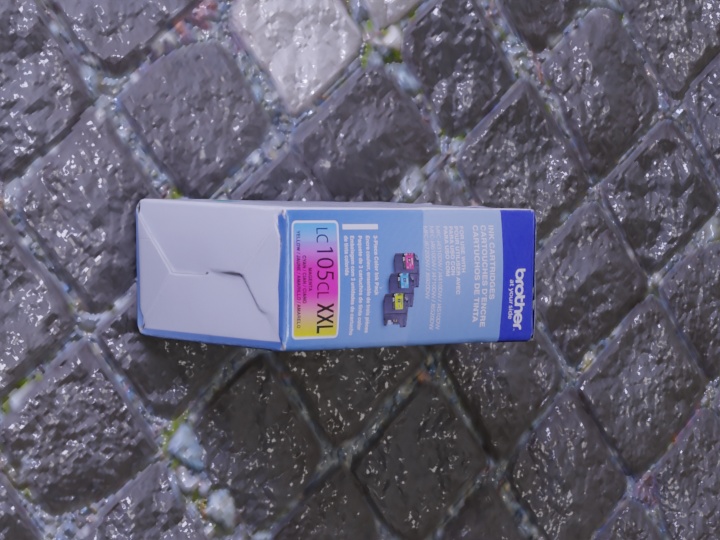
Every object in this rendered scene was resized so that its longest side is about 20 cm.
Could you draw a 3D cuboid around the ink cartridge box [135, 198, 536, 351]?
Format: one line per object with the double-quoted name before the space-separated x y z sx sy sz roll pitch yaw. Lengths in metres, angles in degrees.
"ink cartridge box" 0.000 0.000 1.344 0.200 0.136 0.077 -3 95 -38
